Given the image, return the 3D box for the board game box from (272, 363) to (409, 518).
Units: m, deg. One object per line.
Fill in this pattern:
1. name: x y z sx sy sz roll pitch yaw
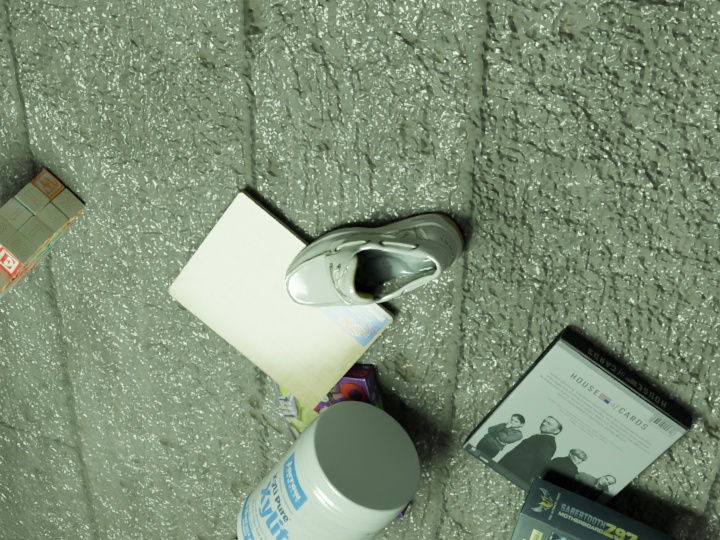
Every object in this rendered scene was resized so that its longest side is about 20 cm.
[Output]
1. board game box: -0.021 0.186 1.340 0.119 0.032 0.202 0 124 23

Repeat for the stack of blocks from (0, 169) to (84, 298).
1. stack of blocks: -0.388 -0.007 1.272 0.059 0.200 0.115 43 134 -7

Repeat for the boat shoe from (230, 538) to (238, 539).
1. boat shoe: -0.125 0.432 1.513 0.201 0.071 0.063 58 141 24

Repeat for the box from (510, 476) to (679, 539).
1. box: 0.229 0.310 1.257 0.156 0.051 0.201 21 143 13

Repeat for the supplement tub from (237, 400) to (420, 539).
1. supplement tub: -0.038 0.243 1.285 0.131 0.132 0.200 36 132 -1

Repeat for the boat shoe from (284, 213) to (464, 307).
1. boat shoe: 0.000 0.000 1.147 0.198 0.069 0.071 -19 111 33

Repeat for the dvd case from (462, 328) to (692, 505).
1. dvd case: 0.209 0.161 1.196 0.150 0.025 0.201 35 133 1

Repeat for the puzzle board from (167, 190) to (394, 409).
1. puzzle board: -0.083 0.032 1.242 0.199 0.017 0.151 39 119 -4
